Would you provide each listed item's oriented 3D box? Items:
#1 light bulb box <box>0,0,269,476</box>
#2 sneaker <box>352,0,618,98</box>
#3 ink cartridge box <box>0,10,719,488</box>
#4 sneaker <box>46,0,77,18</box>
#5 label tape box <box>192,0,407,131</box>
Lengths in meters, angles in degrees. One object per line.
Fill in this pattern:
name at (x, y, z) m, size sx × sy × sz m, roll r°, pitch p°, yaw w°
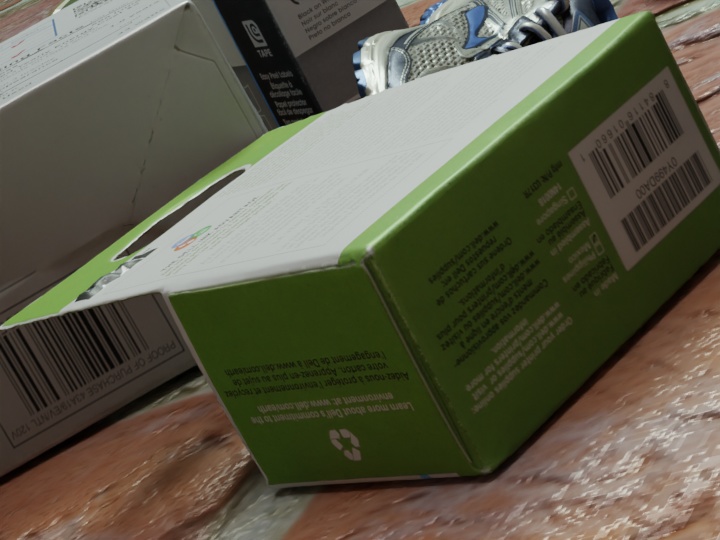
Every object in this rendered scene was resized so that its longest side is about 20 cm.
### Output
light bulb box at (-0.131, -0.020, 0.953) m, size 0.197 × 0.125 × 0.200 m, roll -29°, pitch 14°, yaw -2°
sneaker at (0.057, -0.076, 0.909) m, size 0.085 × 0.077 × 0.200 m, roll -17°, pitch 18°, yaw 21°
ink cartridge box at (0.000, 0.000, 0.750) m, size 0.199 × 0.076 × 0.148 m, roll -12°, pitch 22°, yaw 50°
sneaker at (-0.196, -0.139, 1.605) m, size 0.200 × 0.067 × 0.090 m, roll -37°, pitch 25°, yaw -31°
label tape box at (-0.058, -0.153, 1.088) m, size 0.063 × 0.201 × 0.144 m, roll -33°, pitch 15°, yaw -20°
